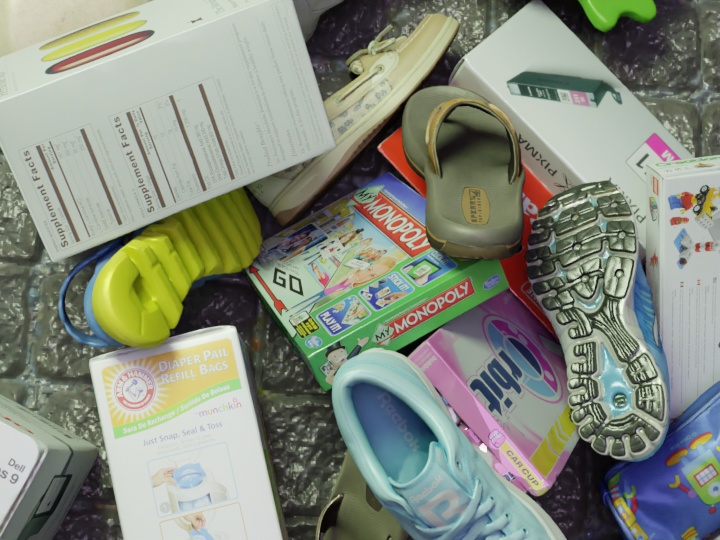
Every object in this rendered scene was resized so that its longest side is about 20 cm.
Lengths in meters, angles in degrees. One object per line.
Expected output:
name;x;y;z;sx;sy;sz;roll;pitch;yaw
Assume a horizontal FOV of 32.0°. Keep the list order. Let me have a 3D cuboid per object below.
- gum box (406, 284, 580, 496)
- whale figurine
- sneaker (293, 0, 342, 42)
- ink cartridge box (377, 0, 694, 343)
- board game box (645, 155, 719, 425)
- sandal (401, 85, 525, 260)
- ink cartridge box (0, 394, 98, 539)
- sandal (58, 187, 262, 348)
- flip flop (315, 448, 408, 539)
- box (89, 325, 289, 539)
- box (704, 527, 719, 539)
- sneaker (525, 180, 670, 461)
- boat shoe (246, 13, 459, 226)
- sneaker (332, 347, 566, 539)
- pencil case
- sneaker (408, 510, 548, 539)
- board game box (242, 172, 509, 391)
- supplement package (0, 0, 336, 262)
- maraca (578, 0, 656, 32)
gum box;0.086;0.084;0.829;0.114;0.200;0.066;48;114;5
whale figurine;-0.191;-0.138;0.914;0.158;0.104;0.202;-31;108;-8
sneaker;-0.020;-0.235;0.942;0.199;0.115;0.076;-29;83;-42
ink cartridge box;0.138;-0.077;0.916;0.200;0.044;0.173;46;62;4
board game box;0.267;0.017;0.889;0.124;0.035;0.203;-7;111;-5
sandal;0.067;-0.077;0.812;0.080;0.201;0.055;0;123;2
ink cartridge box;-0.261;0.115;0.801;0.145;0.200;0.085;29;81;2
sandal;-0.139;-0.008;0.859;0.086;0.200;0.080;-18;104;34
flip flop;-0.001;0.189;0.834;0.081;0.057;0.202;28;124;27
box;-0.108;0.150;0.850;0.100;0.113;0.203;-13;81;-4
box;0.318;0.228;0.821;0.198;0.200;0.172;-38;87;-8
sneaker;0.165;0.036;0.852;0.077;0.090;0.203;-13;66;19
boat shoe;-0.007;-0.123;0.922;0.063;0.073;0.200;43;81;1
sneaker;0.047;0.132;0.698;0.074;0.082;0.200;-44;78;11
pencil case;0.254;0.118;0.864;0.200;0.078;0.087;-41;96;9
sneaker;0.085;0.183;0.885;0.085;0.074;0.200;-44;95;-15
board game box;0.000;0.000;0.846;0.134;0.200;0.029;-30;115;-8
supplement package;-0.134;-0.107;0.822;0.198;0.114;0.111;-23;117;-10
maraca;0.148;-0.263;0.939;0.199;0.107;0.138;34;71;-3
